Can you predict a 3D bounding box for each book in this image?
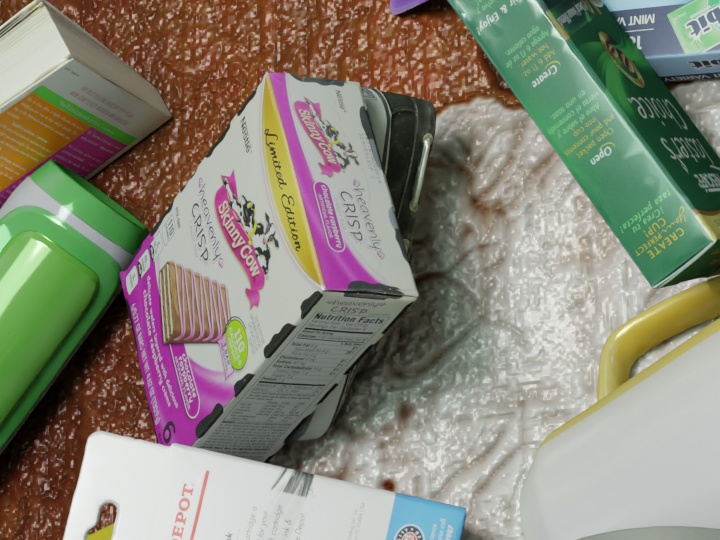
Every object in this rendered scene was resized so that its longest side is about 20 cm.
[{"bbox_3d":[-0.223,-0.061,1.431,0.200,0.134,0.048,-35,63,10],"label":"book"}]

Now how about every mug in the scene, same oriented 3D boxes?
[{"bbox_3d":[0.169,0.105,1.212,0.153,0.187,0.150,-28,96,24],"label":"mug"}]

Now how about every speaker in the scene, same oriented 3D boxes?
[{"bbox_3d":[-0.210,0.037,1.421,0.088,0.088,0.200,37,92,30],"label":"speaker"}]

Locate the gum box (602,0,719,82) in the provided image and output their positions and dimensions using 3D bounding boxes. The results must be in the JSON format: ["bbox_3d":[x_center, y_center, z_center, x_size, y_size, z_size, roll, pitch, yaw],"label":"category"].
[{"bbox_3d":[0.208,-0.205,1.323,0.170,0.045,0.200,-2,74,24],"label":"gum box"}]

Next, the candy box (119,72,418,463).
[{"bbox_3d":[-0.054,0.007,1.307,0.200,0.061,0.137,-49,47,45],"label":"candy box"}]

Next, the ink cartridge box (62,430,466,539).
[{"bbox_3d":[-0.055,0.161,1.274,0.200,0.068,0.116,13,78,1],"label":"ink cartridge box"}]

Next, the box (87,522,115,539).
[{"bbox_3d":[-0.151,0.214,1.360,0.200,0.048,0.117,-26,65,14],"label":"box"}]

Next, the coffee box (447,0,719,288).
[{"bbox_3d":[0.126,-0.084,1.248,0.044,0.123,0.200,-39,77,20],"label":"coffee box"}]

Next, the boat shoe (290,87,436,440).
[{"bbox_3d":[0.000,0.000,1.339,0.071,0.064,0.200,34,115,55],"label":"boat shoe"}]

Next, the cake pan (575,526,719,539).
[{"bbox_3d":[0.149,0.180,1.151,0.200,0.200,0.037,-12,50,22],"label":"cake pan"}]

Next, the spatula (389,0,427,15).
[{"bbox_3d":[0.088,-0.183,1.353,0.200,0.021,0.057,-5,71,42],"label":"spatula"}]
